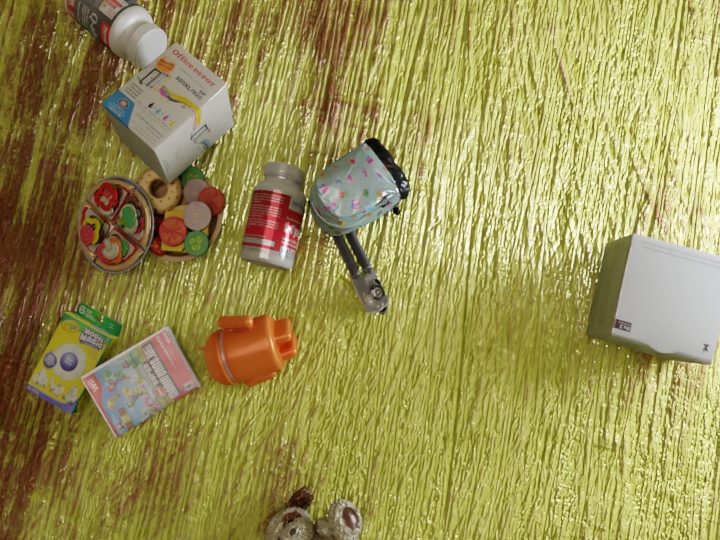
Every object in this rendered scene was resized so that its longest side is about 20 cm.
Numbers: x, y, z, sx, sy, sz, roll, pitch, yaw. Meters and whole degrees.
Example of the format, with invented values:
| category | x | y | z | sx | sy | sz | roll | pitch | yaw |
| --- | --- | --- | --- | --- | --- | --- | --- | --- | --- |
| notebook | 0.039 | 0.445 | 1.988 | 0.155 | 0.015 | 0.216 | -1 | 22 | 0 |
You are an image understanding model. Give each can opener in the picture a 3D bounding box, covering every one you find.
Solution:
| category | x | y | z | sx | sy | sz | roll | pitch | yaw |
| --- | --- | --- | --- | --- | --- | --- | --- | --- | --- |
| can opener | 0.000 | 0.000 | 1.153 | 0.052 | 0.067 | 0.203 | -26 | 71 | 0 |

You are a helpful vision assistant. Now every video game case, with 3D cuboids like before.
| category | x | y | z | sx | sy | sz | roll | pitch | yaw |
| --- | --- | --- | --- | --- | --- | --- | --- | --- | --- |
| video game case | -0.448 | 0.227 | 1.136 | 0.197 | 0.017 | 0.145 | -30 | 95 | -7 |

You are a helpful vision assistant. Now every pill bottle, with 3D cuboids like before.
| category | x | y | z | sx | sy | sz | roll | pitch | yaw |
| --- | --- | --- | --- | --- | --- | --- | --- | --- | --- |
| pill bottle | -0.520 | -0.534 | 1.188 | 0.199 | 0.116 | 0.117 | 39 | 87 | 6 |
| pill bottle | -0.174 | -0.111 | 1.134 | 0.109 | 0.112 | 0.205 | 11 | 85 | 3 |

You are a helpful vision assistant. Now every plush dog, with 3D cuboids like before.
| category | x | y | z | sx | sy | sz | roll | pitch | yaw |
| --- | --- | --- | --- | --- | --- | --- | --- | --- | --- |
| plush dog | -0.106 | 0.530 | 1.073 | 0.169 | 0.162 | 0.201 | 25 | 57 | 18 |

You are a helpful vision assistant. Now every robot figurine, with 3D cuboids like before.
| category | x | y | z | sx | sy | sz | roll | pitch | yaw |
| --- | --- | --- | --- | --- | --- | --- | --- | --- | --- |
| robot figurine | -0.226 | 0.157 | 1.108 | 0.196 | 0.144 | 0.119 | -17 | 67 | 0 |

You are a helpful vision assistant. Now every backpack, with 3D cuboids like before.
| category | x | y | z | sx | sy | sz | roll | pitch | yaw |
| --- | --- | --- | --- | --- | --- | --- | --- | --- | --- |
| backpack | -0.014 | -0.164 | 1.115 | 0.198 | 0.127 | 0.168 | -35 | 78 | -16 |

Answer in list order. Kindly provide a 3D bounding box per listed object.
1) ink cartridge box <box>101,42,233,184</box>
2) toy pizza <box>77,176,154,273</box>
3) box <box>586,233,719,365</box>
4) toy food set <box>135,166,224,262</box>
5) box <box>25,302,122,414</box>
| category | x | y | z | sx | sy | sz | roll | pitch | yaw |
| --- | --- | --- | --- | --- | --- | --- | --- | --- | --- |
| ink cartridge box | -0.381 | -0.317 | 1.125 | 0.147 | 0.145 | 0.201 | 39 | 71 | 6 |
| toy pizza | -0.521 | -0.096 | 1.162 | 0.195 | 0.032 | 0.206 | 0 | 90 | 17 |
| box | 0.574 | 0.057 | 1.079 | 0.194 | 0.131 | 0.205 | 15 | 85 | 3 |
| toy food set | -0.384 | -0.120 | 1.175 | 0.193 | 0.049 | 0.205 | 3 | 84 | 2 |
| box | -0.592 | 0.179 | 1.155 | 0.115 | 0.048 | 0.203 | 26 | 84 | 3 |
